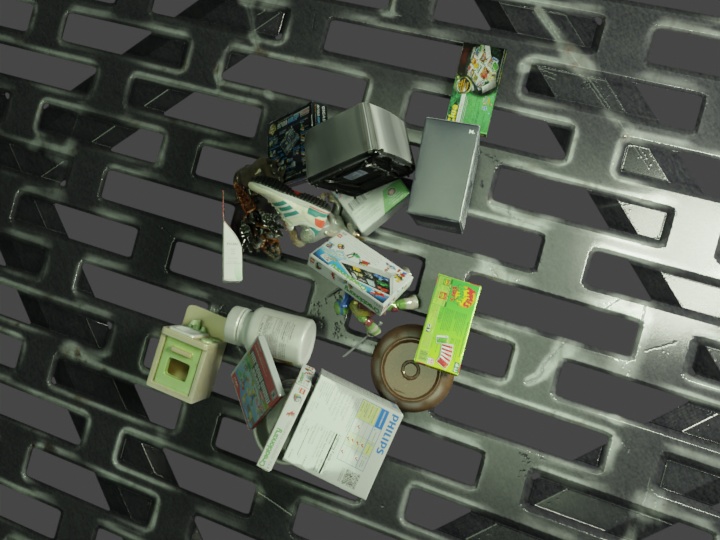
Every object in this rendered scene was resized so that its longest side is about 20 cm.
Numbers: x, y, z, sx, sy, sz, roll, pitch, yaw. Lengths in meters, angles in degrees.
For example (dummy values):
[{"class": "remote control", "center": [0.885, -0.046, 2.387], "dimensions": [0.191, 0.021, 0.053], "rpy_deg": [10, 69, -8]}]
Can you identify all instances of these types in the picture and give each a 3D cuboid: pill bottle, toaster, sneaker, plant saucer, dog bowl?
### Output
[{"class": "pill bottle", "center": [-0.213, 0.150, 1.352], "dimensions": [0.196, 0.114, 0.117], "rpy_deg": [13, 90, 12]}, {"class": "toaster", "center": [0.004, -0.241, 1.181], "dimensions": [0.198, 0.180, 0.121], "rpy_deg": [-17, 78, 33]}, {"class": "sneaker", "center": [-0.169, -0.139, 1.300], "dimensions": [0.197, 0.071, 0.095], "rpy_deg": [21, 112, -7]}, {"class": "plant saucer", "center": [0.117, 0.226, 1.322], "dimensions": [0.196, 0.037, 0.205], "rpy_deg": [0, 88, 11]}, {"class": "dog bowl", "center": [-0.165, 0.363, 1.361], "dimensions": [0.196, 0.059, 0.204], "rpy_deg": [-1, 87, 11]}]

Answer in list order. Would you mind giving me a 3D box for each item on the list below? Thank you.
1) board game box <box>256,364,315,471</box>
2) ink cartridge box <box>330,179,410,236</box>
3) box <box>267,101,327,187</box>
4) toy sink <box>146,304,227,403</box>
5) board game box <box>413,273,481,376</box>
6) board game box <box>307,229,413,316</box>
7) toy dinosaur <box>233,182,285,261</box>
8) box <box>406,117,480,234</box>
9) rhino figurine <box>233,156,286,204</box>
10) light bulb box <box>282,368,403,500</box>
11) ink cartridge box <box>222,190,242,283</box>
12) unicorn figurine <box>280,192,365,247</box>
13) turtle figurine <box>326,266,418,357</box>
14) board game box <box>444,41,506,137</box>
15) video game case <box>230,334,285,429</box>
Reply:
[{"class": "board game box", "center": [-0.159, 0.316, 1.252], "dimensions": [0.034, 0.126, 0.203], "rpy_deg": [25, 98, -2]}, {"class": "ink cartridge box", "center": [0.007, -0.206, 1.340], "dimensions": [0.145, 0.087, 0.201], "rpy_deg": [-38, 82, 7]}, {"class": "box", "center": [-0.149, -0.284, 1.339], "dimensions": [0.198, 0.045, 0.162], "rpy_deg": [-7, 85, 50]}, {"class": "toy sink", "center": [-0.412, 0.197, 1.391], "dimensions": [0.128, 0.112, 0.203], "rpy_deg": [19, 91, 11]}, {"class": "board game box", "center": [0.193, 0.121, 1.283], "dimensions": [0.100, 0.048, 0.203], "rpy_deg": [16, 79, 7]}, {"class": "board game box", "center": [0.000, 0.000, 1.240], "dimensions": [0.199, 0.126, 0.035], "rpy_deg": [35, 135, 17]}, {"class": "toy dinosaur", "center": [-0.244, -0.105, 1.347], "dimensions": [0.199, 0.136, 0.102], "rpy_deg": [41, 96, -22]}, {"class": "box", "center": [0.183, -0.199, 1.247], "dimensions": [0.121, 0.198, 0.204], "rpy_deg": [12, 89, 11]}, {"class": "rhino figurine", "center": [-0.238, -0.221, 1.367], "dimensions": [0.198, 0.059, 0.089], "rpy_deg": [-12, 86, 46]}, {"class": "light bulb box", "center": [-0.039, 0.350, 1.256], "dimensions": [0.197, 0.125, 0.201], "rpy_deg": [26, 86, -1]}, {"class": "ink cartridge box", "center": [-0.303, -0.073, 1.358], "dimensions": [0.049, 0.161, 0.204], "rpy_deg": [2, 87, -14]}, {"class": "unicorn figurine", "center": [-0.082, -0.111, 1.368], "dimensions": [0.197, 0.074, 0.140], "rpy_deg": [-18, 93, 24]}, {"class": "turtle figurine", "center": [0.023, 0.069, 1.330], "dimensions": [0.191, 0.202, 0.145], "rpy_deg": [-14, 54, -12]}, {"class": "board game box", "center": [0.265, -0.419, 1.331], "dimensions": [0.103, 0.023, 0.204], "rpy_deg": [14, 89, 10]}, {"class": "video game case", "center": [-0.235, 0.255, 1.298], "dimensions": [0.200, 0.017, 0.145], "rpy_deg": [-50, 57, 45]}]
